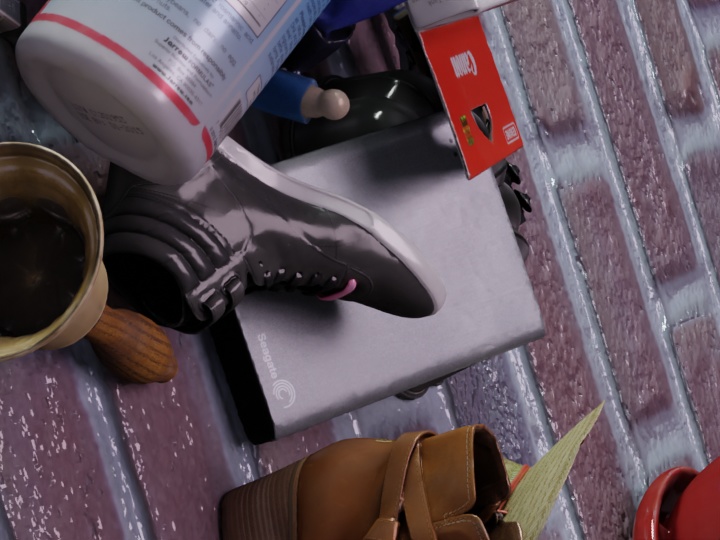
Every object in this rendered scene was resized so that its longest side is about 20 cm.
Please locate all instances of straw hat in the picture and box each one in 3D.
[{"bbox_3d":[0.055,0.144,1.650,0.085,0.201,0.201,28,32,4],"label":"straw hat"}]

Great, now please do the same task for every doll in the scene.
[{"bbox_3d":[-0.032,-0.137,1.533,0.048,0.200,0.137,18,44,-61],"label":"doll"}]

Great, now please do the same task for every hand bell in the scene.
[{"bbox_3d":[-0.133,0.021,1.402,0.200,0.104,0.104,45,36,-65],"label":"hand bell"}]

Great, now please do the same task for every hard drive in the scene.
[{"bbox_3d":[0.000,0.000,1.605,0.200,0.033,0.140,-19,91,-37],"label":"hard drive"}]

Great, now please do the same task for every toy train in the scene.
[{"bbox_3d":[0.062,-0.100,1.831,0.046,0.034,0.200,47,-12,44],"label":"toy train"}]

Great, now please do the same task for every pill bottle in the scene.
[{"bbox_3d":[-0.071,-0.148,1.443,0.200,0.109,0.109,-53,128,-19],"label":"pill bottle"}]

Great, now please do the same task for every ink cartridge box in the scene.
[{"bbox_3d":[0.064,-0.148,1.646,0.200,0.043,0.174,-34,103,-76],"label":"ink cartridge box"}]

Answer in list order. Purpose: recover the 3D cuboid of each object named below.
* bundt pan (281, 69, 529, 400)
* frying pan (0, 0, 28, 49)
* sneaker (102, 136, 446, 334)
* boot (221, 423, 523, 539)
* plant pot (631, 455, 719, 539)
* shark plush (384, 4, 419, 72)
[{"bbox_3d":[0.036,-0.029,1.735,0.202,0.076,0.202,39,43,-48],"label":"bundt pan"},{"bbox_3d":[-0.188,-0.119,1.419,0.190,0.031,0.115,48,37,-35],"label":"frying pan"},{"bbox_3d":[-0.052,0.002,1.505,0.200,0.071,0.099,29,63,-20],"label":"sneaker"},{"bbox_3d":[0.020,0.182,1.488,0.077,0.155,0.200,15,62,-60],"label":"boot"},{"bbox_3d":[0.288,0.200,1.957,0.200,0.182,0.201,40,41,-48],"label":"plant pot"},{"bbox_3d":[0.030,-0.214,1.849,0.083,0.091,0.200,120,-51,-85],"label":"shark plush"}]
